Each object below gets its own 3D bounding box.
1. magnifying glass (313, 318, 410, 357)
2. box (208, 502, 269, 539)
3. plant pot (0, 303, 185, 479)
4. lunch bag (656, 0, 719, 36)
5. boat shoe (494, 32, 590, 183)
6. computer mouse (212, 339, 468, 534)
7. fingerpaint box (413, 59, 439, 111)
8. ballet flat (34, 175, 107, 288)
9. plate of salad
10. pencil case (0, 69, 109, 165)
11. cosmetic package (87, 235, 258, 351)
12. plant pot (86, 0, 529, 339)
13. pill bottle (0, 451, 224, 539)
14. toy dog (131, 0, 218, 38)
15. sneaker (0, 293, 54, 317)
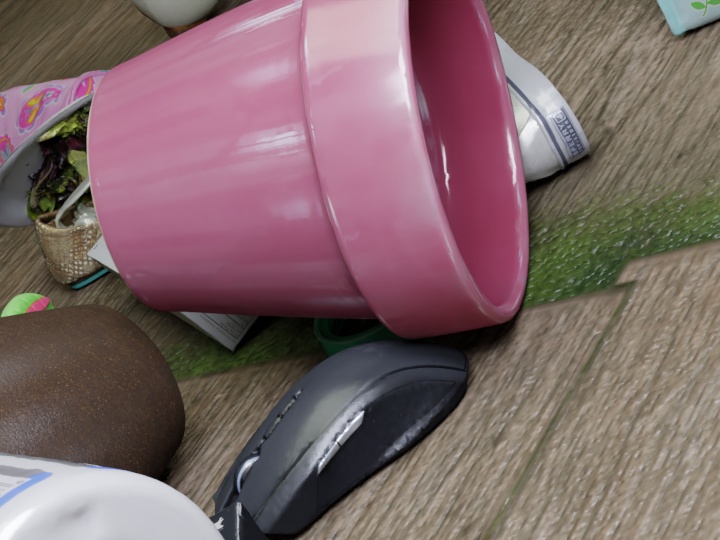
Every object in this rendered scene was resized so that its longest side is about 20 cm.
[{"bbox_3d":[0.000,0.000,1.118,0.080,0.022,0.200,-35,20,1],"label":"magnifying glass"},{"bbox_3d":[-0.111,0.199,0.783,0.200,0.079,0.141,-30,25,11],"label":"box"},{"bbox_3d":[-0.192,0.102,1.006,0.200,0.187,0.187,-33,16,-38],"label":"plant pot"},{"bbox_3d":[0.206,-0.261,1.123,0.170,0.200,0.122,-23,24,24],"label":"lunch bag"},{"bbox_3d":[0.066,-0.093,1.159,0.070,0.071,0.200,-33,28,-2],"label":"boat shoe"},{"bbox_3d":[-0.028,0.096,0.922,0.200,0.046,0.140,-37,20,-5],"label":"computer mouse"},{"bbox_3d":[-0.043,-0.104,1.162,0.167,0.073,0.200,-28,20,7],"label":"fingerpaint box"},{"bbox_3d":[-0.144,-0.061,1.395,0.200,0.065,0.071,-32,21,5],"label":"ballet flat"},{"bbox_3d":[-0.183,-0.083,1.451,0.200,0.048,0.200,-30,-14,-9],"label":"plate of salad"},{"bbox_3d":[-0.254,-0.117,1.659,0.200,0.087,0.087,-6,35,50],"label":"pencil case"},{"bbox_3d":[-0.104,-0.013,1.238,0.083,0.051,0.200,-52,24,-6],"label":"cosmetic package"},{"bbox_3d":[-0.028,-0.057,0.984,0.179,0.200,0.200,-10,29,18],"label":"plant pot"},{"bbox_3d":[-0.140,0.123,0.729,0.114,0.114,0.200,-46,24,-27],"label":"pill bottle"},{"bbox_3d":[-0.124,-0.298,1.814,0.200,0.140,0.194,-36,58,-6],"label":"toy dog"},{"bbox_3d":[-0.231,0.097,1.205,0.084,0.077,0.200,-42,11,36],"label":"sneaker"}]
